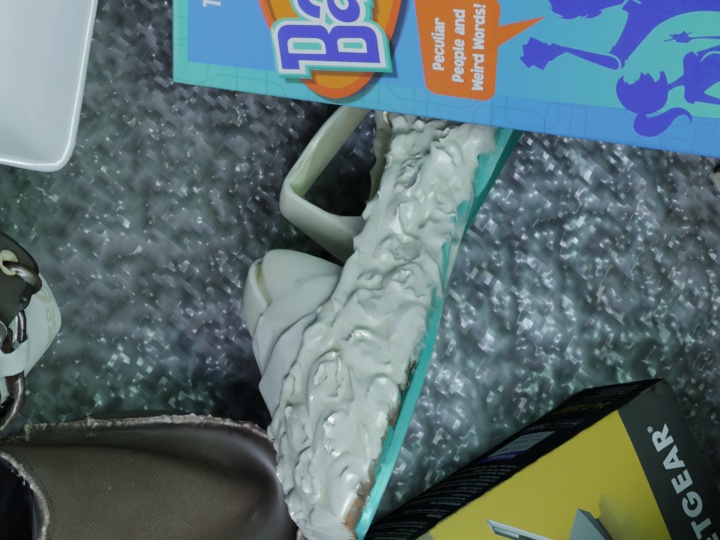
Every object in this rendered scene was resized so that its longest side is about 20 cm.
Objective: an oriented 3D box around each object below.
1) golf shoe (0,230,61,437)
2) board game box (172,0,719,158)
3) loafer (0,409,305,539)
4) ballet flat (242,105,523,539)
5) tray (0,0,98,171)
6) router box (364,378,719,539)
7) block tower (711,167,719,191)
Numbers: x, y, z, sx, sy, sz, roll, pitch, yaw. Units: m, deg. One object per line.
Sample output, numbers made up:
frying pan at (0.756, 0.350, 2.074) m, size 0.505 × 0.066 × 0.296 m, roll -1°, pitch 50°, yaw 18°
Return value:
golf shoe at (-0.114, 0.022, 0.658) m, size 0.094 × 0.078 × 0.200 m, roll -2°, pitch 39°, yaw -25°
board game box at (0.045, -0.115, 0.737) m, size 0.199 × 0.153 × 0.045 m, roll 8°, pitch 38°, yaw 8°
loafer at (-0.095, 0.081, 0.723) m, size 0.199 × 0.071 × 0.074 m, roll -8°, pitch 87°, yaw -30°
ballet flat at (0.000, 0.000, 0.779) m, size 0.072 × 0.072 × 0.201 m, roll 40°, pitch 47°, yaw -19°
tray at (-0.170, -0.094, 0.704) m, size 0.199 × 0.022 × 0.108 m, roll 11°, pitch 78°, yaw -9°
router box at (0.070, 0.159, 0.817) m, size 0.157 × 0.052 × 0.201 m, roll -30°, pitch 98°, yaw -29°
block tower at (0.149, -0.060, 0.891) m, size 0.054 × 0.058 × 0.201 m, roll -37°, pitch 103°, yaw -27°
